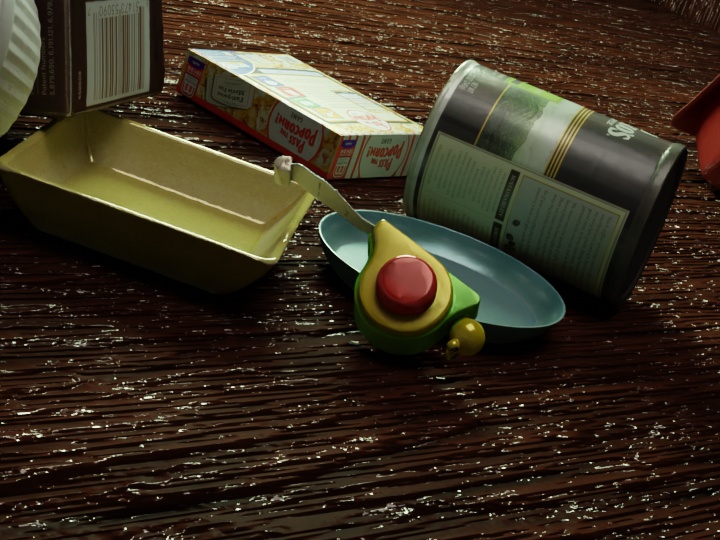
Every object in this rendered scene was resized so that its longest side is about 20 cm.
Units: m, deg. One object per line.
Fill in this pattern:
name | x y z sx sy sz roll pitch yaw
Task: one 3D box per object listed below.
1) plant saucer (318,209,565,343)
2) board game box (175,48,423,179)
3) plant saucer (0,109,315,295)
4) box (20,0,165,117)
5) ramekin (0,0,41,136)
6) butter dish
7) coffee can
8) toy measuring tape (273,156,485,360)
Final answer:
plant saucer | 0.059 0.007 1.289 0.199 0.028 0.200 18 19 -6
board game box | -0.051 -0.149 1.582 0.199 0.047 0.151 32 22 32
plant saucer | -0.143 -0.046 1.205 0.199 0.049 0.200 19 19 1
box | -0.270 -0.210 1.270 0.199 0.165 0.166 5 14 17
ramekin | -0.309 -0.155 1.123 0.199 0.201 0.105 25 -4 16
butter dish | 0.473 -0.130 1.919 0.199 0.149 0.199 14 -21 -12
coffee can | 0.155 -0.073 1.422 0.199 0.147 0.146 24 19 14
toy measuring tape | 0.000 0.000 1.161 0.200 0.074 0.073 37 23 16
